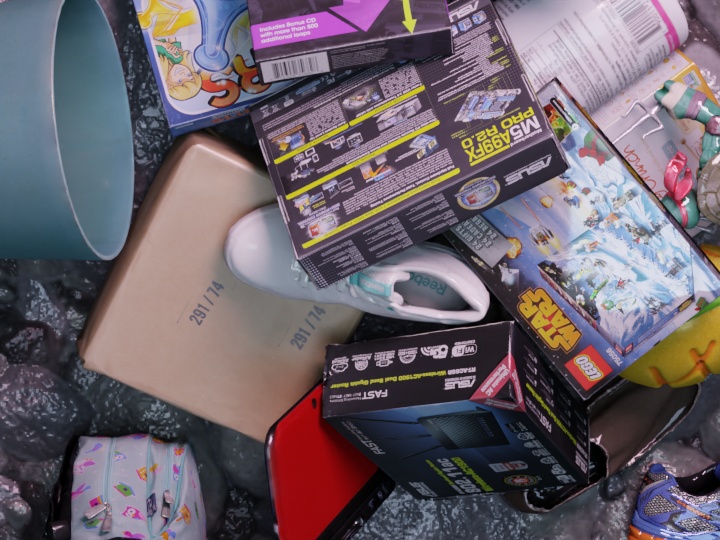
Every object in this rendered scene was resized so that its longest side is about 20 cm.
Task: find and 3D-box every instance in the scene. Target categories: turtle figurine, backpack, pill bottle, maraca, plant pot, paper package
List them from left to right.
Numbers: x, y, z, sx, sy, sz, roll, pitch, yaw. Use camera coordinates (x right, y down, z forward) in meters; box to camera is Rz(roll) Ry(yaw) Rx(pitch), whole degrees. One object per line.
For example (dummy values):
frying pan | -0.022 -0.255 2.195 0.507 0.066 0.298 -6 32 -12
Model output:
plant pot | -0.270 -0.100 1.385 0.161 0.201 0.201 -5 104 9
backpack | -0.183 0.217 1.465 0.126 0.200 0.167 3 124 -5
paper package | -0.095 0.013 1.472 0.190 0.103 0.200 25 99 -13
pill bottle | 0.141 -0.165 1.450 0.200 0.113 0.113 -36 105 3
maraca | 0.272 0.027 1.494 0.200 0.137 0.107 -23 86 -19
turtle figurine | 0.289 -0.076 1.432 0.200 0.101 0.150 -22 123 -4

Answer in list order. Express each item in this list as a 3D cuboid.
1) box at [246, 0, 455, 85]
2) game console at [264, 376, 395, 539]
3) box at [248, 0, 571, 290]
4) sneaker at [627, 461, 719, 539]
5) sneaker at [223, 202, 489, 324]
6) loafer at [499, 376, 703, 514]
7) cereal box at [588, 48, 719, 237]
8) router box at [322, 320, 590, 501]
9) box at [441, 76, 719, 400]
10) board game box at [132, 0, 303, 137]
box | -0.018 -0.235 1.386 0.143 0.200 0.036 -10 148 0
game console | -0.060 0.172 1.454 0.172 0.200 0.119 -33 93 28
box | 0.031 -0.096 1.356 0.200 0.160 0.044 -26 141 8
sneaker | 0.324 0.197 1.580 0.200 0.075 0.079 -2 100 -8
sneaker | 0.000 0.000 1.382 0.200 0.089 0.075 10 104 -8
loafer | 0.204 0.140 1.551 0.200 0.071 0.073 -40 104 4
cereal box | 0.206 -0.063 1.498 0.200 0.040 0.144 -38 126 3
router box | 0.077 0.113 1.452 0.150 0.200 0.062 -8 62 22
box | 0.155 -0.023 1.396 0.137 0.040 0.200 -39 94 15
board game box | -0.066 -0.194 1.436 0.200 0.034 0.136 -17 81 -2
